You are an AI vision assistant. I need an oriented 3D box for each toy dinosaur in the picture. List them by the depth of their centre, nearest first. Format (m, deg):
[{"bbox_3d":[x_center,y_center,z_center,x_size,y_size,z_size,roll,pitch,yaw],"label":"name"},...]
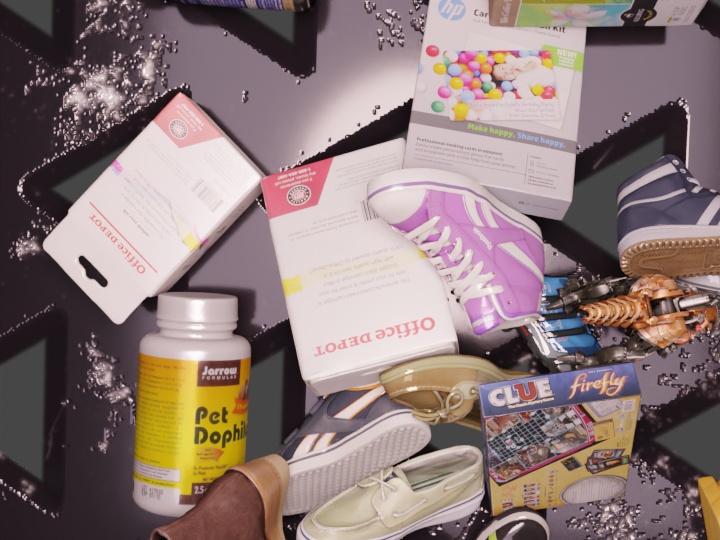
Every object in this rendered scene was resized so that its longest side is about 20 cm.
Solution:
[{"bbox_3d":[0.240,0.034,0.903,0.134,0.199,0.104,-18,54,37],"label":"toy dinosaur"}]

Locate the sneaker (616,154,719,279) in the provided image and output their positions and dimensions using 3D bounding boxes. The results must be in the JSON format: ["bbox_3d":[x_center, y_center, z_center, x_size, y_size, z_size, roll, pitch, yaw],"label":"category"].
[{"bbox_3d":[0.332,-0.049,0.961,0.196,0.071,0.110,0,48,1],"label":"sneaker"}]

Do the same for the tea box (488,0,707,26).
[{"bbox_3d":[0.210,-0.338,0.926,0.193,0.134,0.204,-1,77,3],"label":"tea box"}]

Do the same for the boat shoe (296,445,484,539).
[{"bbox_3d":[0.030,0.212,0.978,0.197,0.072,0.063,-15,124,-27],"label":"boat shoe"}]

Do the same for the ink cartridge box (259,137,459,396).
[{"bbox_3d":[0.000,0.000,0.969,0.143,0.084,0.203,-14,72,3],"label":"ink cartridge box"}]

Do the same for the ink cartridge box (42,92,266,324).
[{"bbox_3d":[-0.198,-0.057,1.016,0.200,0.067,0.117,-45,89,2],"label":"ink cartridge box"}]

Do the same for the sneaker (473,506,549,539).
[{"bbox_3d":[0.125,0.324,0.997,0.071,0.083,0.202,30,99,-21],"label":"sneaker"}]

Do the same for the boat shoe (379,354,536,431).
[{"bbox_3d":[0.102,0.123,0.955,0.073,0.199,0.064,-26,59,41],"label":"boat shoe"}]

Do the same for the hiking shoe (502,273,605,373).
[{"bbox_3d":[0.193,0.048,0.991,0.199,0.074,0.087,38,97,1],"label":"hiking shoe"}]

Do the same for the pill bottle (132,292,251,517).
[{"bbox_3d":[-0.161,0.125,0.999,0.107,0.109,0.204,3,93,3],"label":"pill bottle"}]

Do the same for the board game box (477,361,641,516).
[{"bbox_3d":[0.178,0.158,0.947,0.133,0.201,0.035,-9,53,3],"label":"board game box"}]

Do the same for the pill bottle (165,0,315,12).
[{"bbox_3d":[-0.138,-0.307,0.980,0.196,0.112,0.114,5,93,3],"label":"pill bottle"}]

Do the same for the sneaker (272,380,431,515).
[{"bbox_3d":[-0.023,0.167,1.013,0.198,0.078,0.080,-30,47,17],"label":"sneaker"}]

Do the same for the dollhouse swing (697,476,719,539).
[{"bbox_3d":[0.436,0.267,0.937,0.196,0.176,0.185,-11,92,5],"label":"dollhouse swing"}]

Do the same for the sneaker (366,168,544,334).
[{"bbox_3d":[0.089,-0.010,0.893,0.198,0.072,0.116,21,59,-31],"label":"sneaker"}]

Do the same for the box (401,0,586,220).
[{"bbox_3d":[0.125,-0.156,0.960,0.153,0.041,0.203,11,65,0],"label":"box"}]

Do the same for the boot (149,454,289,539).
[{"bbox_3d":[-0.129,0.274,0.933,0.072,0.166,0.203,19,117,29],"label":"boot"}]

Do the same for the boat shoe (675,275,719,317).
[{"bbox_3d":[0.385,0.035,0.989,0.197,0.069,0.058,14,101,8],"label":"boat shoe"}]
